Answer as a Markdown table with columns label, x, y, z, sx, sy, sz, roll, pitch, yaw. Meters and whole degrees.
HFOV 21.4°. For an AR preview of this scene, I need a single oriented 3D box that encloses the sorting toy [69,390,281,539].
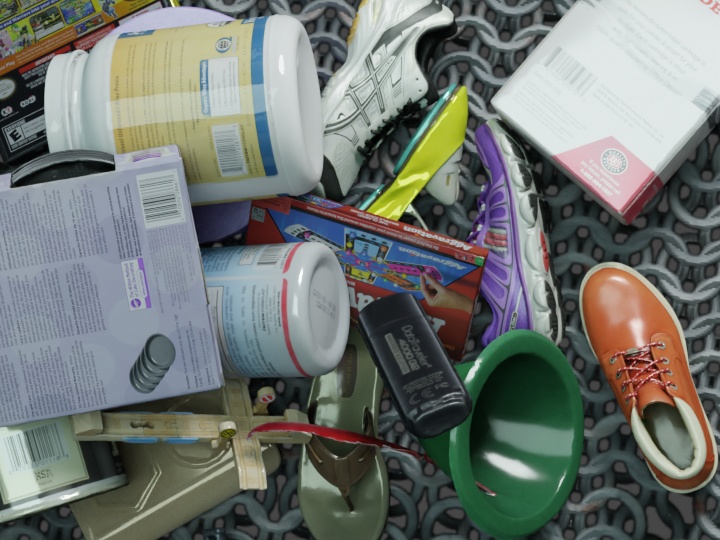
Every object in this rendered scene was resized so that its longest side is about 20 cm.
| label | x | y | z | sx | sy | sz | roll | pitch | yaw |
| --- | --- | --- | --- | --- | --- | --- | --- | --- | --- |
| sorting toy | -0.188 | 0.124 | 1.641 | 0.185 | 0.036 | 0.200 | -30 | 83 | 7 |

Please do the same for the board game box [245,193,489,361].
| label | x | y | z | sx | sy | sz | roll | pitch | yaw |
| --- | --- | --- | --- | --- | --- | --- | --- | --- | --- |
| board game box | 0.000 | 0.000 | 1.568 | 0.200 | 0.019 | 0.103 | 17 | 123 | 11 |

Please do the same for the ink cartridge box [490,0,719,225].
| label | x | y | z | sx | sy | sz | roll | pitch | yaw |
| --- | --- | --- | --- | --- | --- | --- | --- | --- | --- |
| ink cartridge box | 0.229 | -0.159 | 1.555 | 0.147 | 0.083 | 0.200 | 42 | 94 | 13 |

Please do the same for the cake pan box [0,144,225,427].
| label | x | y | z | sx | sy | sz | roll | pitch | yaw |
| --- | --- | --- | --- | --- | --- | --- | --- | --- | --- |
| cake pan box | -0.211 | 0.010 | 1.447 | 0.184 | 0.052 | 0.200 | -12 | 109 | -6 |

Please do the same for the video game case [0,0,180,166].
| label | x | y | z | sx | sy | sz | roll | pitch | yaw |
| --- | --- | --- | --- | --- | --- | --- | --- | --- | --- |
| video game case | -0.259 | -0.215 | 1.694 | 0.200 | 0.026 | 0.181 | -25 | 80 | 9 |

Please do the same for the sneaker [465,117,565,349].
| label | x | y | z | sx | sy | sz | roll | pitch | yaw |
| --- | --- | --- | --- | --- | --- | --- | --- | --- | --- |
| sneaker | 0.113 | -0.027 | 1.570 | 0.083 | 0.081 | 0.200 | -9 | 83 | 17 |

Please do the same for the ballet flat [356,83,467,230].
| label | x | y | z | sx | sy | sz | roll | pitch | yaw |
| --- | --- | --- | --- | --- | --- | --- | --- | --- | --- |
| ballet flat | 0.042 | -0.063 | 1.599 | 0.067 | 0.067 | 0.200 | 39 | 98 | -1 |

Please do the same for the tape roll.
| label | x | y | z | sx | sy | sz | roll | pitch | yaw |
| --- | --- | --- | --- | --- | --- | --- | --- | --- | --- |
| tape roll | -0.146 | -0.122 | 1.623 | 0.200 | 0.066 | 0.200 | 1 | 93 | 8 |

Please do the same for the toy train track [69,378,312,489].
| label | x | y | z | sx | sy | sz | roll | pitch | yaw |
| --- | --- | --- | --- | --- | --- | --- | --- | --- | --- |
| toy train track | -0.132 | 0.120 | 1.531 | 0.200 | 0.033 | 0.115 | 2 | 50 | -22 |

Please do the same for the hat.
| label | x | y | z | sx | sy | sz | roll | pitch | yaw |
| --- | --- | --- | --- | --- | --- | --- | --- | --- | --- |
| hat | 0.058 | 0.121 | 1.556 | 0.176 | 0.200 | 0.166 | 4 | 62 | 42 |

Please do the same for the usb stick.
| label | x | y | z | sx | sy | sz | roll | pitch | yaw |
| --- | --- | --- | --- | --- | --- | --- | --- | --- | --- |
| usb stick | 0.040 | 0.070 | 1.467 | 0.055 | 0.200 | 0.033 | -21 | 115 | -3 |

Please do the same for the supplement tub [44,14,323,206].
| label | x | y | z | sx | sy | sz | roll | pitch | yaw |
| --- | --- | --- | --- | --- | --- | --- | --- | --- | --- |
| supplement tub | -0.138 | -0.123 | 1.517 | 0.200 | 0.145 | 0.145 | -5 | 83 | 7 |

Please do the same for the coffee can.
| label | x | y | z | sx | sy | sz | roll | pitch | yaw |
| --- | --- | --- | --- | --- | --- | --- | --- | --- | --- |
| coffee can | -0.288 | 0.102 | 1.566 | 0.146 | 0.146 | 0.200 | -18 | 85 | 9 |

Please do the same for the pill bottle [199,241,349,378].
| label | x | y | z | sx | sy | sz | roll | pitch | yaw |
| --- | --- | --- | --- | --- | --- | --- | --- | --- | --- |
| pill bottle | -0.118 | 0.035 | 1.553 | 0.200 | 0.109 | 0.109 | -2 | 83 | 21 |

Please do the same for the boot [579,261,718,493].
| label | x | y | z | sx | sy | sz | roll | pitch | yaw |
| --- | --- | --- | --- | --- | --- | --- | --- | --- | --- |
| boot | 0.230 | 0.080 | 1.519 | 0.075 | 0.107 | 0.200 | -26 | 78 | 10 |

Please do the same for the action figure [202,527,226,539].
| label | x | y | z | sx | sy | sz | roll | pitch | yaw |
| --- | --- | --- | --- | --- | --- | --- | --- | --- | --- |
| action figure | -0.133 | 0.325 | 1.572 | 0.193 | 0.105 | 0.200 | -31 | 76 | 17 |

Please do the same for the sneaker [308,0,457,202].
| label | x | y | z | sx | sy | sz | roll | pitch | yaw |
| --- | --- | --- | --- | --- | --- | --- | --- | --- | --- |
| sneaker | 0.018 | -0.144 | 1.602 | 0.088 | 0.076 | 0.200 | 21 | 89 | 13 |

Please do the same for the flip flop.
| label | x | y | z | sx | sy | sz | roll | pitch | yaw |
| --- | --- | --- | --- | --- | --- | --- | --- | --- | --- |
| flip flop | -0.014 | 0.138 | 1.587 | 0.081 | 0.058 | 0.200 | 3 | 84 | 12 |
